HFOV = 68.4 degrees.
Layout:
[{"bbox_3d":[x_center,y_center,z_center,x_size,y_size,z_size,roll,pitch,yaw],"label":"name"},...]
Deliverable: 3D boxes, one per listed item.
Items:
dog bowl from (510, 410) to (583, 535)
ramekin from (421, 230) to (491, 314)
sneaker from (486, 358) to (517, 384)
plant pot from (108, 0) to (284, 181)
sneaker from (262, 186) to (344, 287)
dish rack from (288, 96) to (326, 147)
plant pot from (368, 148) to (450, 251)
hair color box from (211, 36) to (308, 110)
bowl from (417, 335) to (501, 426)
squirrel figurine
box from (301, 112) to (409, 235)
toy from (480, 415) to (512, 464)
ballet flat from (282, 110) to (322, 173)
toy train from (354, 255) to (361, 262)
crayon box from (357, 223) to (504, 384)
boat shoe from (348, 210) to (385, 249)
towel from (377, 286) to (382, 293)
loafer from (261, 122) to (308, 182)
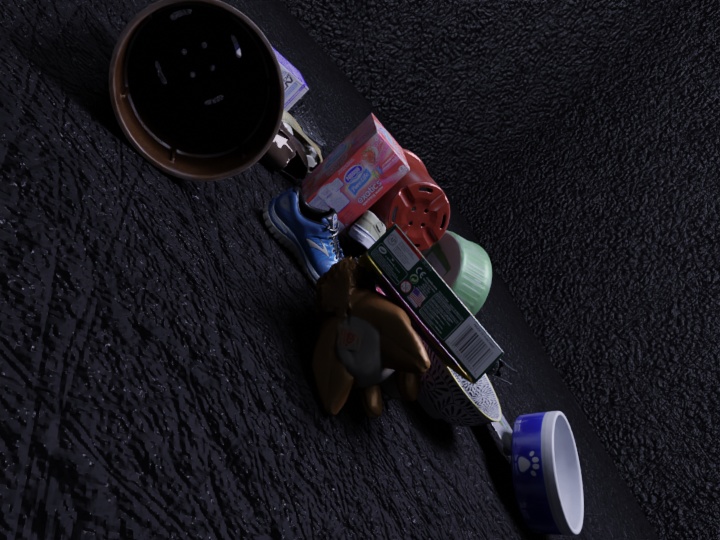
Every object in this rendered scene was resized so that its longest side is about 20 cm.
[{"bbox_3d":[0.343,0.367,0.968,0.198,0.076,0.208,31,52,-51],"label":"dog bowl"},{"bbox_3d":[0.186,0.013,1.182,0.096,0.200,0.204,26,29,-37],"label":"ramekin"},{"bbox_3d":[0.240,0.180,1.139,0.195,0.062,0.104,28,2,23],"label":"sneaker"},{"bbox_3d":[-0.206,-0.253,0.683,0.199,0.200,0.200,39,14,-34],"label":"plant pot"},{"bbox_3d":[-0.058,-0.041,0.811,0.201,0.088,0.079,48,18,-16],"label":"sneaker"},{"bbox_3d":[-0.157,-0.372,1.255,0.152,0.054,0.205,21,38,-57],"label":"dish rack"},{"bbox_3d":[0.098,-0.149,1.182,0.200,0.201,0.196,42,7,-27],"label":"plant pot"},{"bbox_3d":[-0.206,-0.398,1.078,0.198,0.108,0.066,23,33,-57],"label":"hair color box"},{"bbox_3d":[0.142,0.185,0.891,0.201,0.093,0.203,47,17,-19],"label":"bowl"},{"bbox_3d":[0.016,0.084,0.698,0.205,0.139,0.186,62,13,22],"label":"squirrel figurine"},{"bbox_3d":[-0.015,-0.179,1.004,0.102,0.199,0.096,38,22,-29],"label":"box"},{"bbox_3d":[0.249,0.289,1.051,0.203,0.047,0.114,56,15,29],"label":"toy"},{"bbox_3d":[-0.140,-0.258,1.055,0.199,0.070,0.072,35,23,-50],"label":"ballet flat"},{"bbox_3d":[0.000,0.000,0.977,0.047,0.034,0.199,55,17,5],"label":"toy train"},{"bbox_3d":[0.082,0.041,0.701,0.201,0.058,0.173,50,-3,-1],"label":"crayon box"},{"bbox_3d":[0.028,-0.070,1.081,0.071,0.063,0.200,38,2,11],"label":"boat shoe"},{"bbox_3d":[0.047,0.101,0.929,0.147,0.022,0.199,58,19,7],"label":"towel"},{"bbox_3d":[-0.147,-0.221,0.949,0.072,0.073,0.198,58,18,24],"label":"loafer"}]
